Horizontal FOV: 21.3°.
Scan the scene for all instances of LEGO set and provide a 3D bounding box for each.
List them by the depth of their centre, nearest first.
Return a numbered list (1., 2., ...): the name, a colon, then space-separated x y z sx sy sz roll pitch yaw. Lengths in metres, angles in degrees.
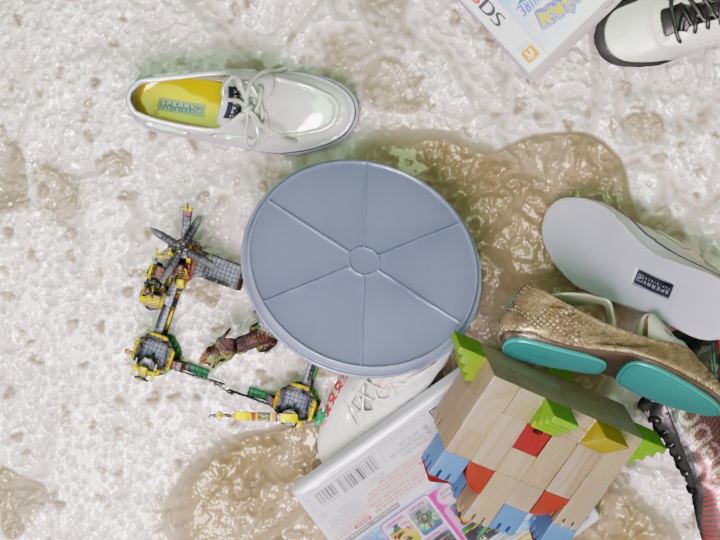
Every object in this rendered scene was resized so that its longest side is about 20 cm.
1. LEGO set: -0.105 0.050 1.606 0.199 0.116 0.155 27 91 5

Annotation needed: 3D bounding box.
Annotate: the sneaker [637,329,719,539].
1. sneaker: 0.280 0.139 1.599 0.097 0.071 0.203 -3 89 5

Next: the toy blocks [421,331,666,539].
1. toy blocks: 0.127 0.150 1.554 0.199 0.100 0.137 24 112 -25

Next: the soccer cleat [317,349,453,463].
1. soccer cleat: 0.028 0.087 1.613 0.068 0.085 0.201 38 94 3

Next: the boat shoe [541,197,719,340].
1. boat shoe: 0.242 -0.001 1.595 0.199 0.070 0.072 28 103 33

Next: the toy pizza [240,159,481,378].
1. toy pizza: 0.000 0.000 1.555 0.198 0.032 0.202 5 60 -9

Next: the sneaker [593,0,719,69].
1. sneaker: 0.289 -0.219 1.588 0.198 0.080 0.074 -16 92 7

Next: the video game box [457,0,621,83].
1. video game box: 0.155 -0.291 1.602 0.200 0.047 0.182 -43 79 5

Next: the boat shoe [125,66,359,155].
1. boat shoe: -0.102 -0.141 1.620 0.200 0.086 0.075 7 92 5

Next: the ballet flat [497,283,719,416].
1. ballet flat: 0.208 0.058 1.534 0.198 0.071 0.066 19 66 -11

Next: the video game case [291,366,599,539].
1. video game case: 0.073 0.195 1.615 0.199 0.024 0.183 -35 108 4
